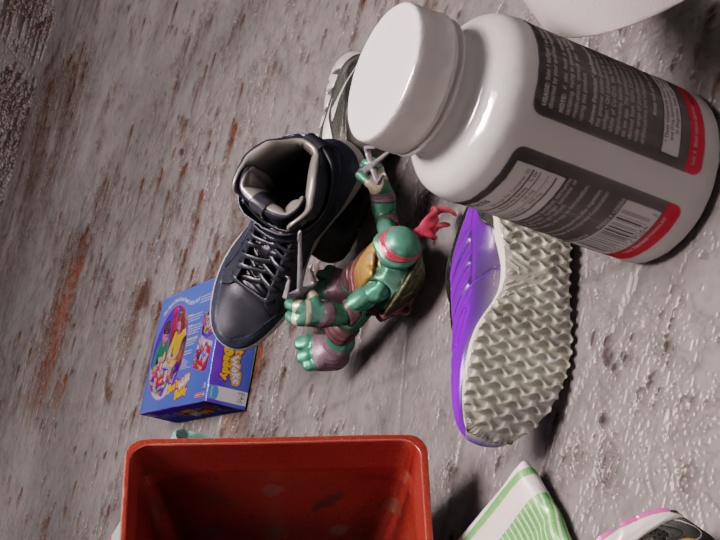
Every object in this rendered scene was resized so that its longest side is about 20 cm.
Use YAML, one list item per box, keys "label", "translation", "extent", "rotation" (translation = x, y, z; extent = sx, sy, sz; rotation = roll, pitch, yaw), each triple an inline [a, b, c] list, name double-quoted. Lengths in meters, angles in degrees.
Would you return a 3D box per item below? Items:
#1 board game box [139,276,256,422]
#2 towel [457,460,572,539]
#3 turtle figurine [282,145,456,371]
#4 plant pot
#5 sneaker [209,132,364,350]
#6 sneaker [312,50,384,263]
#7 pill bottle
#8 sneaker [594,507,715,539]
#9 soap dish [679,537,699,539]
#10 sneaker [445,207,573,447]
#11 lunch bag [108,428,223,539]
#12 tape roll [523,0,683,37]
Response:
- label: "board game box"
  translation: [-0.167, 0.085, 1.436]
  extent: [0.200, 0.045, 0.135]
  rotation: [-18, 59, 61]
- label: "towel"
  translation: [0.092, 0.234, 0.822]
  extent: [0.153, 0.023, 0.200]
  rotation: [-57, 29, 31]
- label: "turtle figurine"
  translation: [0.000, 0.000, 1.065]
  extent: [0.150, 0.101, 0.200]
  rotation: [-56, -3, -31]
- label: "plant pot"
  translation: [-0.055, 0.241, 0.918]
  extent: [0.176, 0.200, 0.200]
  rotation: [94, 174, -55]
- label: "sneaker"
  translation: [-0.079, -0.023, 1.097]
  extent: [0.202, 0.077, 0.146]
  rotation: [-60, -10, 8]
- label: "sneaker"
  translation: [-0.005, -0.106, 1.185]
  extent: [0.090, 0.066, 0.200]
  rotation: [-12, 62, 65]
- label: "pill bottle"
  translation: [0.098, -0.082, 0.789]
  extent: [0.111, 0.200, 0.111]
  rotation: [-44, 36, 46]
- label: "sneaker"
  translation: [0.128, 0.218, 0.696]
  extent: [0.086, 0.080, 0.200]
  rotation: [42, 105, 41]
- label: "soap dish"
  translation: [0.163, 0.226, 0.583]
  extent: [0.157, 0.081, 0.200]
  rotation: [6, 80, 56]
- label: "sneaker"
  translation: [0.091, 0.026, 0.911]
  extent: [0.100, 0.070, 0.200]
  rotation: [144, 140, -63]
- label: "lunch bag"
  translation: [-0.131, 0.264, 1.161]
  extent: [0.170, 0.122, 0.200]
  rotation: [-56, 37, 29]
- label: "tape roll"
  translation: [0.178, -0.217, 0.794]
  extent: [0.203, 0.037, 0.203]
  rotation: [-34, 26, 19]
